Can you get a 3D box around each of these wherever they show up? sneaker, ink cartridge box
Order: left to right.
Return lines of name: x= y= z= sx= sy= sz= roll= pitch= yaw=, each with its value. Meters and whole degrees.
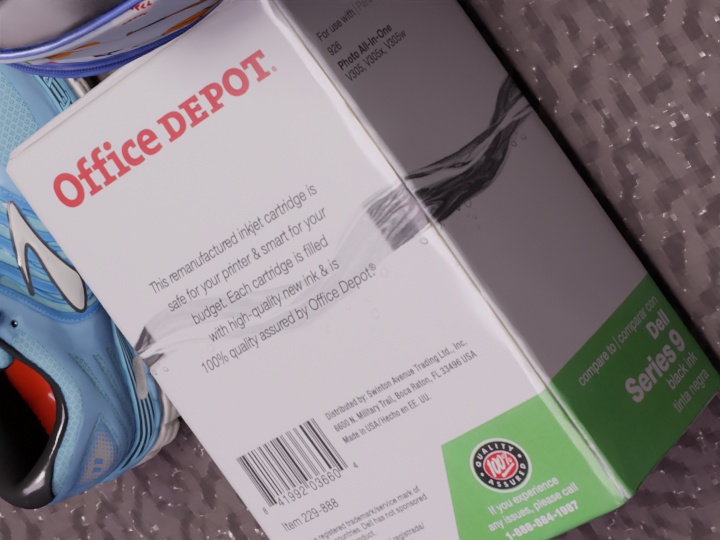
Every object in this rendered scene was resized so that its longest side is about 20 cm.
sneaker: x=-0.130 y=-0.005 z=1.039 sx=0.078 sy=0.090 sz=0.201 roll=-9 pitch=111 yaw=38
ink cartridge box: x=0.000 y=0.000 z=0.955 sx=0.146 sy=0.084 sz=0.200 roll=-29 pitch=99 yaw=42

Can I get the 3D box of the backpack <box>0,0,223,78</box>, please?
backpack: x=-0.078 y=-0.153 z=0.821 sx=0.190 sy=0.154 sz=0.200 roll=-38 pitch=79 yaw=2
